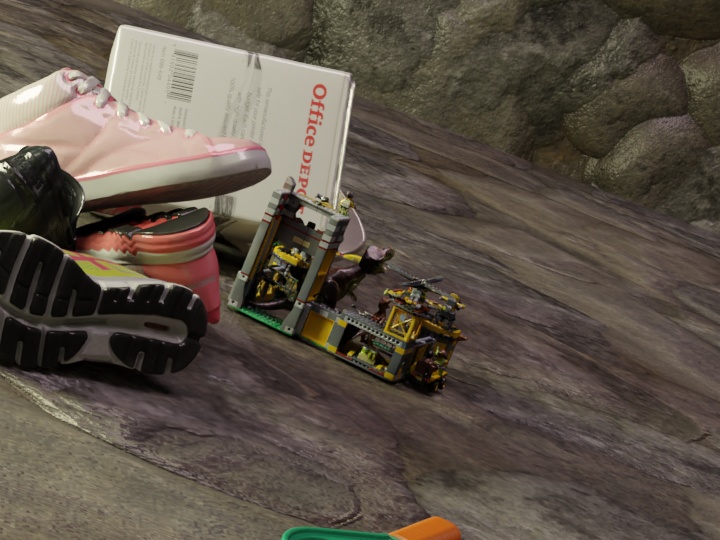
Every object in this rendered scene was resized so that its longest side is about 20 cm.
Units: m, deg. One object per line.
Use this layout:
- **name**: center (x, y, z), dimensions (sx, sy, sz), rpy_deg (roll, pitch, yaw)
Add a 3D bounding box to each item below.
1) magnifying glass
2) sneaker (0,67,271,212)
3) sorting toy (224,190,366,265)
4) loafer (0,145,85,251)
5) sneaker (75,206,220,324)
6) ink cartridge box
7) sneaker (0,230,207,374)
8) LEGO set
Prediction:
- **magnifying glass**: center (0.013, 0.162, 1.332), dimensions (0.080, 0.022, 0.200), rpy_deg (26, 13, 19)
- **sneaker**: center (-0.165, -0.097, 1.653), dimensions (0.200, 0.105, 0.075), rpy_deg (-7, -9, 6)
- **sorting toy**: center (-0.090, -0.064, 2.064), dimensions (0.200, 0.107, 0.180), rpy_deg (-16, 51, -43)
- **loafer**: center (-0.210, -0.033, 1.567), dimensions (0.068, 0.070, 0.201), rpy_deg (47, -9, 10)
- **sneaker**: center (-0.157, 0.007, 1.658), dimensions (0.074, 0.087, 0.200), rpy_deg (-20, 11, -27)
- **ink cartridge box**: center (-0.116, -0.105, 1.952), dimensions (0.200, 0.146, 0.085), rpy_deg (11, -13, -9)
- **sneaker**: center (-0.198, 0.019, 1.491), dimensions (0.200, 0.078, 0.090), rpy_deg (20, 0, -40)
- **LEGO set**: center (0.000, 0.000, 1.846), dimensions (0.200, 0.116, 0.154), rpy_deg (27, 11, 23)
